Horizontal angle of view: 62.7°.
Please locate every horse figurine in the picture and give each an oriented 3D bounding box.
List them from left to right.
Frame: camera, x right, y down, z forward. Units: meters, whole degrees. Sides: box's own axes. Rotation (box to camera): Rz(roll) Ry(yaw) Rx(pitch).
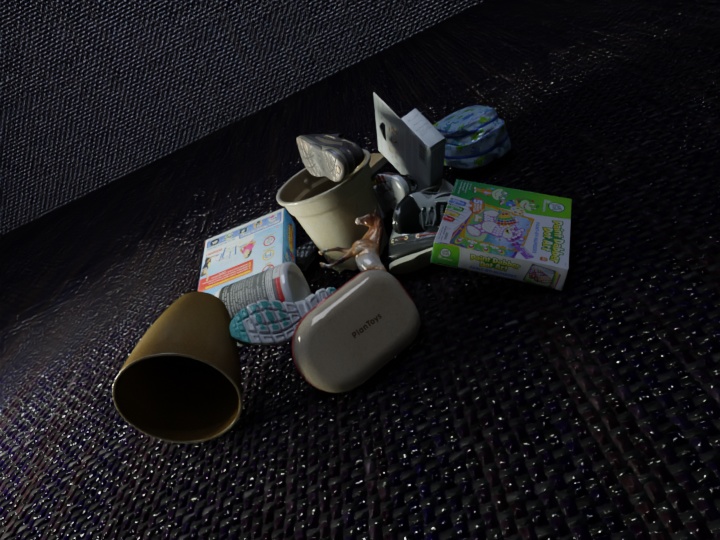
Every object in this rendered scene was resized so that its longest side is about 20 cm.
[{"bbox_3d":[0.000,0.000,1.046,0.131,0.050,0.202,-20,59,3],"label":"horse figurine"}]

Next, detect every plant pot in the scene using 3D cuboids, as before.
[{"bbox_3d":[-0.269,0.130,0.933,0.184,0.188,0.201,-21,35,11],"label":"plant pot"},{"bbox_3d":[-0.037,-0.108,1.165,0.198,0.185,0.201,-21,27,11],"label":"plant pot"}]

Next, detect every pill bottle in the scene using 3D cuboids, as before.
[{"bbox_3d":[-0.196,0.069,1.079,0.197,0.115,0.114,-20,28,13],"label":"pill bottle"}]

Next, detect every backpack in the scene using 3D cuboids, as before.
[{"bbox_3d":[0.241,-0.292,1.305,0.161,0.155,0.200,-24,39,-10],"label":"backpack"}]

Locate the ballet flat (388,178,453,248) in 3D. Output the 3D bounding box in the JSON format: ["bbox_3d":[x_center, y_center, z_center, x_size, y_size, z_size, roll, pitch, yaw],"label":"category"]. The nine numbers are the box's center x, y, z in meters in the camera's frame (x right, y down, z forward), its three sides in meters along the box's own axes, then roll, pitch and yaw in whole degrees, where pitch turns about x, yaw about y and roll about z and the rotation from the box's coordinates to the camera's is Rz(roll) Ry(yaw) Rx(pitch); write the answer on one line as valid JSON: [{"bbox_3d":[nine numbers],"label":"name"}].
[{"bbox_3d":[0.113,-0.114,1.164,0.199,0.070,0.069,-39,30,-23],"label":"ballet flat"}]

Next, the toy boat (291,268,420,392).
[{"bbox_3d":[-0.014,0.095,0.897,0.199,0.131,0.131,-36,-2,-18],"label":"toy boat"}]

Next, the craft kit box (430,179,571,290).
[{"bbox_3d":[0.226,-0.063,0.924,0.195,0.049,0.201,14,40,10],"label":"craft kit box"}]

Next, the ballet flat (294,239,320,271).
[{"bbox_3d":[-0.085,-0.078,1.279,0.200,0.057,0.067,-52,-5,-37],"label":"ballet flat"}]

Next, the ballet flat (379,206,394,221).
[{"bbox_3d":[0.073,-0.150,1.298,0.199,0.046,0.068,-36,62,-6],"label":"ballet flat"}]

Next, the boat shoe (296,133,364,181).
[{"bbox_3d":[-0.056,-0.217,1.104,0.073,0.075,0.200,-25,34,-20],"label":"boat shoe"}]

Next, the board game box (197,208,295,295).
[{"bbox_3d":[-0.231,-0.014,1.213,0.197,0.056,0.198,-20,44,13],"label":"board game box"}]

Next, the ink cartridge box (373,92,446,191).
[{"bbox_3d":[0.099,-0.254,1.198,0.043,0.201,0.174,-34,68,-10],"label":"ink cartridge box"}]

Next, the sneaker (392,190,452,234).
[{"bbox_3d":[0.145,-0.107,1.077,0.198,0.075,0.088,-20,27,-38],"label":"sneaker"}]

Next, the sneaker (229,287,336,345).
[{"bbox_3d":[-0.116,0.091,0.962,0.197,0.092,0.078,-8,63,-24],"label":"sneaker"}]

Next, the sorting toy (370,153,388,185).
[{"bbox_3d":[-0.047,-0.207,1.469,0.197,0.070,0.200,9,44,48],"label":"sorting toy"}]

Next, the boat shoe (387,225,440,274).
[{"bbox_3d":[0.137,-0.050,1.018,0.199,0.073,0.064,-15,66,26],"label":"boat shoe"}]

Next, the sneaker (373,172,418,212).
[{"bbox_3d":[0.077,-0.171,1.177,0.081,0.078,0.200,-30,7,-7],"label":"sneaker"}]
